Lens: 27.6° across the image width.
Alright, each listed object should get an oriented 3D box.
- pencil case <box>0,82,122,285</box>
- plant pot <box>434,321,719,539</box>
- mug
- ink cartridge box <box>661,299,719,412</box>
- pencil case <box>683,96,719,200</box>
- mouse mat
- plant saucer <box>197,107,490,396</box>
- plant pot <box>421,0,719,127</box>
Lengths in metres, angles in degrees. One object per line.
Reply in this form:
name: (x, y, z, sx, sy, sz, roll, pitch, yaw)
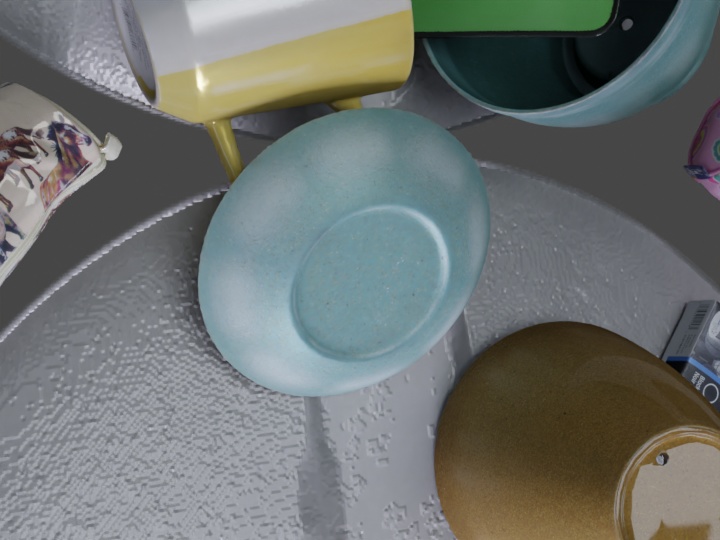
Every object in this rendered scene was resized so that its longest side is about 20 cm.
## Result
pencil case: (-0.224, -0.017, 0.833, 0.089, 0.078, 0.201, 34, 73, 4)
plant pot: (0.162, 0.129, 0.917, 0.185, 0.200, 0.188, 0, 90, -13)
mug: (-0.059, -0.144, 0.880, 0.152, 0.150, 0.188, -20, 74, -16)
ink cartridge box: (0.303, 0.115, 1.087, 0.199, 0.039, 0.100, 34, 74, -20)
pencil case: (0.333, -0.053, 1.083, 0.199, 0.087, 0.088, 35, 74, -20)
mouse mat: (0.083, -0.225, 0.936, 0.008, 0.199, 0.162, 22, 76, -57)
plant saucer: (0.000, 0.000, 0.905, 0.199, 0.039, 0.203, -12, 121, -21)
plant pot: (0.154, -0.179, 0.967, 0.134, 0.199, 0.202, 21, 77, -52)
